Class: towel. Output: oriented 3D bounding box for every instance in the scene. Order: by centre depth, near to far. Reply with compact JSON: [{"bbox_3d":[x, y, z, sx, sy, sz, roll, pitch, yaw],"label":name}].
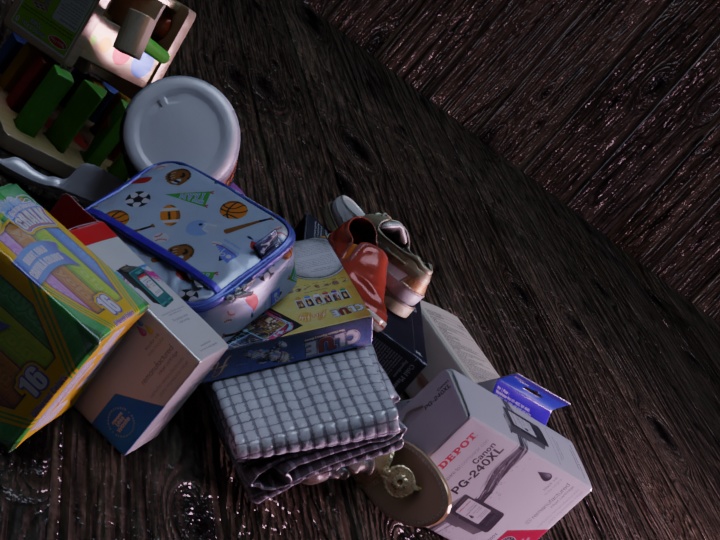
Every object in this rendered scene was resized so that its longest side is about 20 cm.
[{"bbox_3d":[-0.062,0.115,1.343,0.164,0.086,0.200,-13,41,-17],"label":"towel"}]

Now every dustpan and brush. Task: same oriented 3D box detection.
[{"bbox_3d":[-0.289,-0.081,1.494,0.199,0.057,0.139,35,-9,-14],"label":"dustpan and brush"}]

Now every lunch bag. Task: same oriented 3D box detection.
[{"bbox_3d":[-0.163,-0.014,1.316,0.199,0.076,0.160,29,48,30],"label":"lunch bag"}]

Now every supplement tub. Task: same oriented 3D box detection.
[{"bbox_3d":[-0.189,-0.125,1.506,0.122,0.123,0.200,41,-8,-1],"label":"supplement tub"}]

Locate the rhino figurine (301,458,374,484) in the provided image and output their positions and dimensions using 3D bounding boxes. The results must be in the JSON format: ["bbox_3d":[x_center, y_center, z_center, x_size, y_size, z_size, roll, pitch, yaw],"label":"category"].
[{"bbox_3d":[-0.072,0.139,1.428,0.087,0.060,0.200,9,32,-44],"label":"rhino figurine"}]

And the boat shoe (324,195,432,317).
[{"bbox_3d":[0.026,-0.032,1.705,0.074,0.068,0.200,24,23,-46],"label":"boat shoe"}]

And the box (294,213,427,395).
[{"bbox_3d":[-0.025,0.055,1.674,0.182,0.104,0.200,36,17,-12],"label":"box"}]

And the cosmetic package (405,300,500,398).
[{"bbox_3d":[0.114,0.141,1.806,0.103,0.087,0.200,23,25,-44],"label":"cosmetic package"}]

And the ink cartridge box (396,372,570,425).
[{"bbox_3d":[0.129,0.166,1.614,0.099,0.199,0.040,30,56,-34],"label":"ink cartridge box"}]

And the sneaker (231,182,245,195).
[{"bbox_3d":[-0.206,-0.111,1.762,0.201,0.072,0.114,52,12,-6],"label":"sneaker"}]

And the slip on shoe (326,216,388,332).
[{"bbox_3d":[0.000,0.000,1.583,0.074,0.061,0.200,35,19,-23],"label":"slip on shoe"}]

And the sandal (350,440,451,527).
[{"bbox_3d":[0.000,0.186,1.459,0.069,0.078,0.212,17,21,-49],"label":"sandal"}]

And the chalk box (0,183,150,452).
[{"bbox_3d":[-0.291,0.018,1.122,0.200,0.125,0.124,40,16,0],"label":"chalk box"}]

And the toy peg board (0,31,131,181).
[{"bbox_3d":[-0.325,-0.192,1.631,0.199,0.098,0.200,28,21,-41],"label":"toy peg board"}]

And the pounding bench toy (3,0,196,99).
[{"bbox_3d":[-0.263,-0.265,1.602,0.199,0.125,0.156,34,5,35],"label":"pounding bench toy"}]

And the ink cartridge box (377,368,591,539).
[{"bbox_3d":[0.124,0.214,1.532,0.199,0.145,0.084,32,23,-31],"label":"ink cartridge box"}]

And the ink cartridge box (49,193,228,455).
[{"bbox_3d":[-0.225,0.043,1.220,0.200,0.116,0.067,43,19,7],"label":"ink cartridge box"}]

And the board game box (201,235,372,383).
[{"bbox_3d":[-0.104,0.036,1.343,0.198,0.035,0.136,-12,40,-17],"label":"board game box"}]
